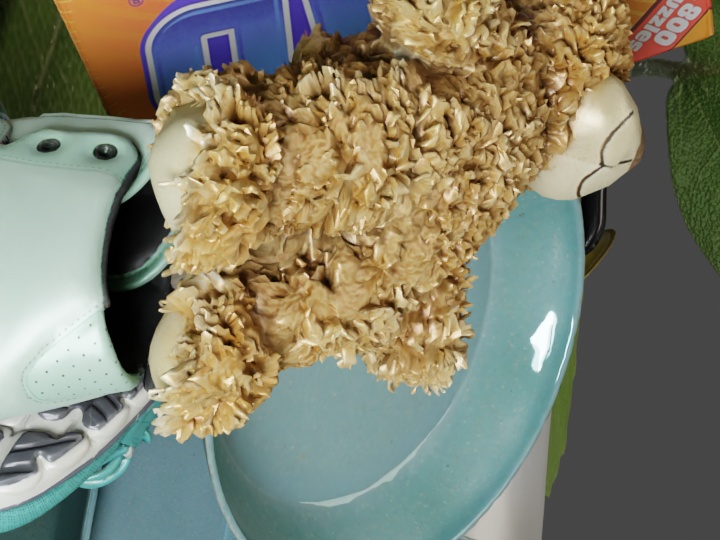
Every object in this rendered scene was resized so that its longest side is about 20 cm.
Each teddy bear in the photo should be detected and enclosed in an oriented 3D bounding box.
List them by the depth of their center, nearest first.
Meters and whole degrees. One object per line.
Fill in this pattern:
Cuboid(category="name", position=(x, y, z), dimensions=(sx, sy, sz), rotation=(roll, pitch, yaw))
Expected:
Cuboid(category="teddy bear", position=(0.015, -0.026, 0.509), dimensions=(0.199, 0.066, 0.146), rotation=(-11, 116, -53))

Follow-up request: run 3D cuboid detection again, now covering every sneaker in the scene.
Cuboid(category="sneaker", position=(-0.099, -0.037, 0.534), dimensions=(0.074, 0.117, 0.202), rotation=(69, 14, -53))
Cuboid(category="sneaker", position=(-0.086, 0.035, 0.605), dimensions=(0.200, 0.077, 0.080), rotation=(-58, 154, -66))

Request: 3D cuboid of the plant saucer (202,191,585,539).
Cuboid(category="plant saucer", position=(0.008, 0.022, 0.717), dimensions=(0.199, 0.036, 0.201), rotation=(-19, 119, -40))

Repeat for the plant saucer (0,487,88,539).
Cuboid(category="plant saucer", position=(-0.122, 0.049, 0.657), dimensions=(0.200, 0.027, 0.202), rotation=(-1, 90, -78))

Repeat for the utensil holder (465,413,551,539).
Cuboid(category="utensil holder", position=(0.011, 0.084, 0.931), dimensions=(0.170, 0.169, 0.202), rotation=(52, 43, -69))

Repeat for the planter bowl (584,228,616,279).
Cuboid(category="planter bowl", position=(0.061, 0.007, 1.218), dimensions=(0.084, 0.200, 0.200), rotation=(51, 20, -5))

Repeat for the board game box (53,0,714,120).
Cuboid(category="board game box", position=(-0.018, -0.178, 0.607), dimensions=(0.201, 0.198, 0.201), rotation=(71, 0, -53))

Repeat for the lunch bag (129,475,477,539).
Cuboid(category="lunch bag", position=(-0.020, 0.166, 0.757), dimensions=(0.075, 0.199, 0.161), rotation=(-32, -133, 51))

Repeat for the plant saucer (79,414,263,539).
Cuboid(category="plant saucer", position=(-0.073, 0.097, 0.695), dimensions=(0.070, 0.019, 0.201), rotation=(23, 59, -28))

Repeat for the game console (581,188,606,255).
Cuboid(category="game console", position=(0.001, -0.093, 0.808), dimensions=(0.119, 0.198, 0.174), rotation=(11, 80, -74))

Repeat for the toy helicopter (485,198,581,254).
Cuboid(category="toy helicopter", position=(0.000, 0.000, 0.799), dimensions=(0.079, 0.199, 0.133), rotation=(-53, 125, -72))
